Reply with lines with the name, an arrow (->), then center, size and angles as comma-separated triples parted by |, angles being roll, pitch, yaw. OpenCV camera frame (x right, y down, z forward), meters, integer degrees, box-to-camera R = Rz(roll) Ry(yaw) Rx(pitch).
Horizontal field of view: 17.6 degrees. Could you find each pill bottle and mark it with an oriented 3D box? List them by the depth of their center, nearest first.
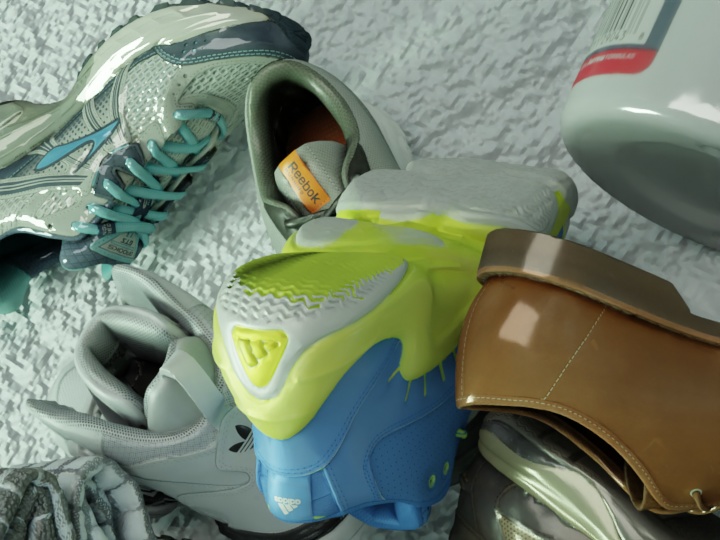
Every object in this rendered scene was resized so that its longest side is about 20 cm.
pill bottle -> 0.164, -0.113, 0.843 | 0.119, 0.120, 0.200 | 16, 73, 35

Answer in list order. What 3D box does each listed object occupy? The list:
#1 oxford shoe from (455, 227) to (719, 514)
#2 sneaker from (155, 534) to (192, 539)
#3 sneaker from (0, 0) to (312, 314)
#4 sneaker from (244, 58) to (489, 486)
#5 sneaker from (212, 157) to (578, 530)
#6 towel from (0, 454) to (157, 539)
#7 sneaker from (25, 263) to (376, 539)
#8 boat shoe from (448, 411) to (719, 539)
oxford shoe -> 0.125, 0.054, 0.769 | 0.199, 0.071, 0.071 | 19, 76, 0
sneaker -> -0.116, 0.143, 0.890 | 0.200, 0.078, 0.090 | 5, 70, 32
sneaker -> -0.099, -0.042, 0.990 | 0.200, 0.078, 0.087 | -28, 59, 26
sneaker -> 0.000, 0.000, 0.901 | 0.074, 0.079, 0.200 | -32, 55, 9
sneaker -> 0.014, 0.027, 0.816 | 0.076, 0.200, 0.105 | 11, 112, 32
towel -> -0.145, 0.173, 0.825 | 0.165, 0.085, 0.201 | -13, 84, 39
sneaker -> -0.082, 0.045, 0.881 | 0.200, 0.115, 0.075 | 16, 69, 51
boat shoe -> 0.109, 0.123, 0.787 | 0.200, 0.074, 0.073 | 40, 111, 35
